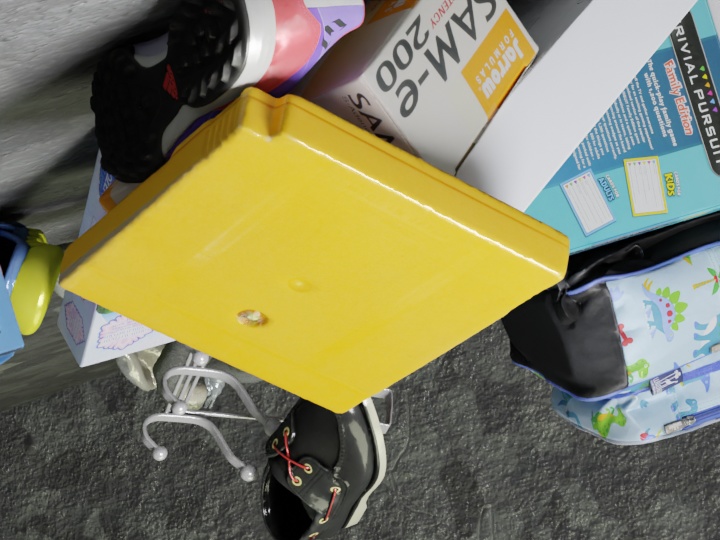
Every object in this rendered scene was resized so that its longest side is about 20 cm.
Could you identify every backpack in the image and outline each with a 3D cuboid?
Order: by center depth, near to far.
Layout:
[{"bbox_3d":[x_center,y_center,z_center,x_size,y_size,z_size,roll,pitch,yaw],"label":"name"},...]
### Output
[{"bbox_3d":[0.210,0.027,1.436,0.199,0.148,0.183,-19,-167,-14],"label":"backpack"}]

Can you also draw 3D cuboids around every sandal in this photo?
[{"bbox_3d":[-0.262,-0.006,1.446,0.087,0.080,0.200,23,171,-16],"label":"sandal"}]

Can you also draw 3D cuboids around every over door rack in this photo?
[{"bbox_3d":[-0.042,0.084,1.473,0.199,0.067,0.148,-4,149,-23],"label":"over door rack"}]

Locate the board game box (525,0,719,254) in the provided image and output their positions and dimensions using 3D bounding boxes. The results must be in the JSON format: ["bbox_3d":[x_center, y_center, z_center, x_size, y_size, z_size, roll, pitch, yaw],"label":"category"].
[{"bbox_3d":[0.143,-0.091,1.327,0.199,0.152,0.047,-16,177,-20],"label":"board game box"}]

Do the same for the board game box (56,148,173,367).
[{"bbox_3d":[-0.081,-0.035,1.320,0.199,0.041,0.200,-16,149,-28],"label":"board game box"}]

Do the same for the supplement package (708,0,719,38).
[{"bbox_3d":[0.220,-0.123,1.456,0.199,0.122,0.120,-16,177,-10],"label":"supplement package"}]

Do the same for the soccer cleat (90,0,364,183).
[{"bbox_3d":[-0.069,-0.091,0.994,0.073,0.069,0.200,-10,169,-30],"label":"soccer cleat"}]

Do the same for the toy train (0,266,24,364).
[{"bbox_3d":[-0.304,0.031,1.326,0.199,0.115,0.086,-21,174,39],"label":"toy train"}]

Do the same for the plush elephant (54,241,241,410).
[{"bbox_3d":[-0.090,-0.007,1.493,0.200,0.165,0.155,-45,-158,-24],"label":"plush elephant"}]

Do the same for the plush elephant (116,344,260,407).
[{"bbox_3d":[-0.132,0.022,1.710,0.154,0.165,0.200,23,123,-37],"label":"plush elephant"}]

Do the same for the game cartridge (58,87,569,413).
[{"bbox_3d":[-0.026,-0.006,1.010,0.176,0.033,0.200,26,144,-23],"label":"game cartridge"}]

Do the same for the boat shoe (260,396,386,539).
[{"bbox_3d":[-0.028,0.129,1.417,0.063,0.074,0.202,-21,154,-21],"label":"boat shoe"}]

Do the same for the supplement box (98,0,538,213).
[{"bbox_3d":[-0.023,-0.074,1.059,0.199,0.074,0.126,-21,-155,41],"label":"supplement box"}]

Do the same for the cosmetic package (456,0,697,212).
[{"bbox_3d":[0.070,-0.085,1.114,0.200,0.052,0.151,-49,-164,-29],"label":"cosmetic package"}]
